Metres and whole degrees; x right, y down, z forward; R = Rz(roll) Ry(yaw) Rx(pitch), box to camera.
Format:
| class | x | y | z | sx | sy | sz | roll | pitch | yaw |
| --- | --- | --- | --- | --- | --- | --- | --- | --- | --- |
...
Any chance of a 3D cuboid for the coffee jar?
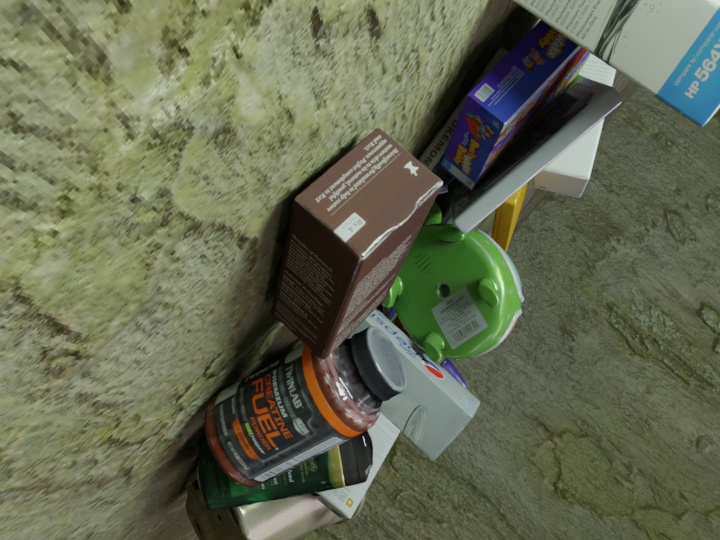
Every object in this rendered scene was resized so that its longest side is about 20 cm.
| class | x | y | z | sx | sy | sz | roll | pitch | yaw |
| --- | --- | --- | --- | --- | --- | --- | --- | --- | --- |
| coffee jar | -0.083 | 0.218 | 0.904 | 0.198 | 0.086 | 0.104 | -10 | 173 | -2 |

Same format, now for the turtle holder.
| class | x | y | z | sx | sy | sz | roll | pitch | yaw |
| --- | --- | --- | --- | --- | --- | --- | --- | --- | --- |
| turtle holder | 0.101 | 0.013 | 0.884 | 0.131 | 0.185 | 0.142 | -1 | 119 | -56 |

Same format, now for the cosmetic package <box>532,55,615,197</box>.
| class | x | y | z | sx | sy | sz | roll | pitch | yaw |
| --- | --- | --- | --- | --- | --- | --- | --- | --- | --- |
| cosmetic package | 0.289 | -0.211 | 1.044 | 0.101 | 0.071 | 0.202 | 41 | 64 | -78 |

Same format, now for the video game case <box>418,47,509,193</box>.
| class | x | y | z | sx | sy | sz | roll | pitch | yaw |
| --- | --- | --- | --- | --- | --- | --- | --- | --- | --- |
| video game case | 0.129 | -0.162 | 0.897 | 0.183 | 0.023 | 0.200 | -54 | 169 | 19 |

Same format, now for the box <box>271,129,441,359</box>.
| class | x | y | z | sx | sy | sz | roll | pitch | yaw |
| --- | --- | --- | --- | --- | --- | --- | --- | --- | --- |
| box | -0.011 | -0.014 | 0.660 | 0.100 | 0.075 | 0.200 | -43 | 170 | -28 |

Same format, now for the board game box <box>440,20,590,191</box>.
| class | x | y | z | sx | sy | sz | roll | pitch | yaw |
| --- | --- | --- | --- | --- | --- | --- | --- | --- | --- |
| board game box | 0.170 | -0.188 | 0.785 | 0.200 | 0.045 | 0.135 | -47 | 170 | -18 |

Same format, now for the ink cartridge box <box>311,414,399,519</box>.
| class | x | y | z | sx | sy | sz | roll | pitch | yaw |
| --- | --- | --- | --- | --- | --- | --- | --- | --- | --- |
| ink cartridge box | -0.004 | 0.210 | 1.017 | 0.201 | 0.095 | 0.037 | -55 | -165 | -27 |

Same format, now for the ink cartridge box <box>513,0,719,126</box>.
| class | x | y | z | sx | sy | sz | roll | pitch | yaw |
| --- | --- | --- | --- | --- | --- | --- | --- | --- | --- |
| ink cartridge box | 0.239 | -0.223 | 0.652 | 0.146 | 0.200 | 0.085 | -36 | 162 | -51 |

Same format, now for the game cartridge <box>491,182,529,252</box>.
| class | x | y | z | sx | sy | sz | roll | pitch | yaw |
| --- | --- | --- | --- | --- | --- | --- | --- | --- | --- |
| game cartridge | 0.209 | -0.138 | 1.019 | 0.177 | 0.032 | 0.202 | 76 | 34 | -68 |

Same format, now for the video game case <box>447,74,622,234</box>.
| class | x | y | z | sx | sy | sz | roll | pitch | yaw |
| --- | --- | --- | --- | --- | --- | --- | --- | --- | --- |
| video game case | 0.176 | -0.132 | 0.842 | 0.200 | 0.023 | 0.182 | -41 | -170 | 15 |

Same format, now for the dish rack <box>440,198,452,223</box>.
| class | x | y | z | sx | sy | sz | roll | pitch | yaw |
| --- | --- | --- | --- | --- | --- | --- | --- | --- | --- |
| dish rack | 0.142 | -0.095 | 1.069 | 0.172 | 0.043 | 0.200 | -56 | 178 | 29 |

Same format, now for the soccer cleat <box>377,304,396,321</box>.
| class | x | y | z | sx | sy | sz | roll | pitch | yaw |
| --- | --- | --- | --- | --- | --- | --- | --- | --- | --- |
| soccer cleat | 0.012 | 0.063 | 0.992 | 0.084 | 0.065 | 0.201 | -44 | 168 | -39 |

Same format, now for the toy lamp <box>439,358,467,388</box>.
| class | x | y | z | sx | sy | sz | roll | pitch | yaw |
| --- | --- | --- | --- | --- | --- | --- | --- | --- | --- |
| toy lamp | 0.063 | 0.108 | 1.084 | 0.058 | 0.200 | 0.058 | -46 | 170 | -10 |

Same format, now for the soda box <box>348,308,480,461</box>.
| class | x | y | z | sx | sy | sz | roll | pitch | yaw |
| --- | --- | --- | --- | --- | --- | --- | --- | --- | --- |
| soda box | 0.031 | 0.107 | 0.845 | 0.068 | 0.200 | 0.063 | -50 | 171 | 14 |

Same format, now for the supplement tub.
| class | x | y | z | sx | sy | sz | roll | pitch | yaw |
| --- | --- | --- | --- | --- | --- | --- | --- | --- | --- |
| supplement tub | -0.053 | 0.131 | 0.786 | 0.199 | 0.108 | 0.107 | -31 | 176 | 19 |

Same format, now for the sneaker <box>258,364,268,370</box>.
| class | x | y | z | sx | sy | sz | roll | pitch | yaw |
| --- | --- | --- | --- | --- | --- | --- | --- | --- | --- |
| sneaker | -0.080 | 0.124 | 0.950 | 0.091 | 0.069 | 0.200 | -61 | 174 | -19 |

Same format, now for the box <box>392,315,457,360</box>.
| class | x | y | z | sx | sy | sz | roll | pitch | yaw |
| --- | --- | --- | --- | --- | --- | --- | --- | --- | --- |
| box | 0.090 | 0.043 | 1.062 | 0.200 | 0.099 | 0.076 | -88 | -158 | -77 |

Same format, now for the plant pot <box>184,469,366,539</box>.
| class | x | y | z | sx | sy | sz | roll | pitch | yaw |
| --- | --- | --- | --- | --- | --- | --- | --- | --- | --- |
| plant pot | -0.126 | 0.290 | 1.043 | 0.183 | 0.201 | 0.201 | -22 | 154 | -43 |
